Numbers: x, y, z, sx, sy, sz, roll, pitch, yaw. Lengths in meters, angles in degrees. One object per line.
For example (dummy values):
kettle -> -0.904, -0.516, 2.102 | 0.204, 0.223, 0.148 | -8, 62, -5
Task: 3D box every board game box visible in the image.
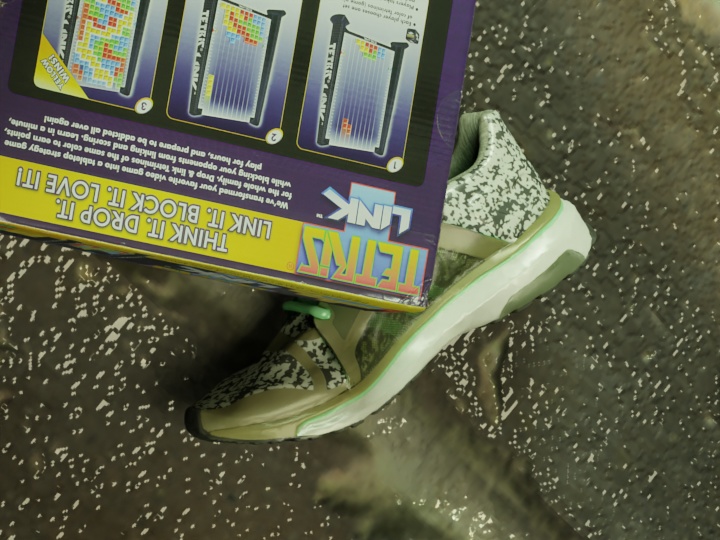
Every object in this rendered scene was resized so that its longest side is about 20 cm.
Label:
board game box -> -0.057, -0.082, 1.030 | 0.200, 0.057, 0.166 | 13, 85, -29

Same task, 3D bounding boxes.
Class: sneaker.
sneaker -> 0.000, 0.000, 1.125 | 0.200, 0.077, 0.089 | -34, 108, -23
